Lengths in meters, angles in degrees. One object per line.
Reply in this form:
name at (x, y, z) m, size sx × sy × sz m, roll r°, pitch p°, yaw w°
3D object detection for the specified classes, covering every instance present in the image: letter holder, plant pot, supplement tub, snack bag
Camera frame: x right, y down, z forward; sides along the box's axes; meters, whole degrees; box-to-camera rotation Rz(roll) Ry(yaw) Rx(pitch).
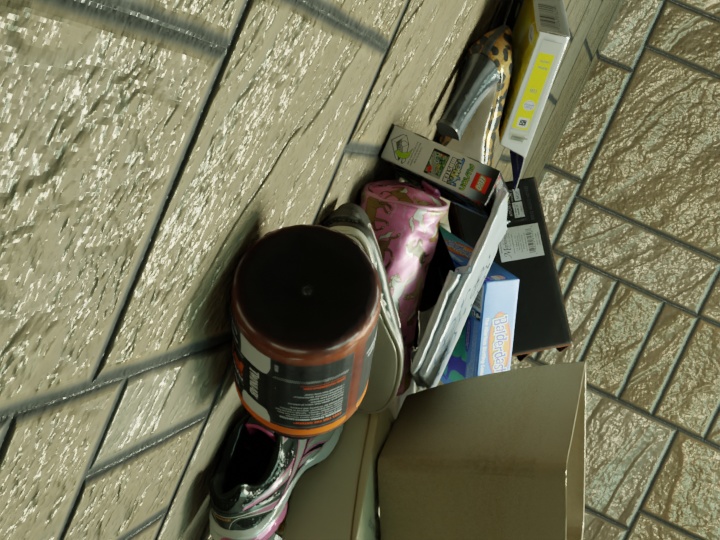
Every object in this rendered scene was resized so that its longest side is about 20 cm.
letter holder at (0.173, 0.009, 1.547) m, size 0.142 × 0.100 × 0.200 m, roll 92°, pitch -13°, yaw -79°
plant pot at (0.117, 0.212, 1.229) m, size 0.200 × 0.177 × 0.200 m, roll -60°, pitch 149°, yaw -63°
supplement tub at (-0.043, 0.058, 0.964) m, size 0.107 × 0.107 × 0.200 m, roll -60°, pitch 169°, yaw -28°
snack bag at (0.098, 0.021, 1.264) m, size 0.189 × 0.021 × 0.200 m, roll 57°, pitch 57°, yaw -79°

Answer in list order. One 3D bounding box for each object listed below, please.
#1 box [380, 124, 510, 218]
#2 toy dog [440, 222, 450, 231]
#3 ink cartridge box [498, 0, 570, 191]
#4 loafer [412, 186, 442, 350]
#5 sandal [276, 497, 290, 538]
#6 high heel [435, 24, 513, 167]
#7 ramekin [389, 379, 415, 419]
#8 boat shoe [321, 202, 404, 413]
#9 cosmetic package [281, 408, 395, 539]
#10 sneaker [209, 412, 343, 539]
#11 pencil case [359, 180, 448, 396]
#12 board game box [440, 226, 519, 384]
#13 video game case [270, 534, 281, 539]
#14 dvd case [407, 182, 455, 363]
box at (0.088, -0.093, 1.284) m, size 0.035 × 0.110 × 0.200 m, roll -65°, pitch 170°, yaw 1°
toy dog at (0.085, 0.040, 1.636) m, size 0.200 × 0.096 × 0.132 m, roll -65°, pitch 171°, yaw 0°
ink cartridge box at (0.184, -0.229, 1.491) m, size 0.198 × 0.047 × 0.200 m, roll -88°, pitch -166°, yaw -54°
loafer at (0.056, 0.003, 1.327) m, size 0.073 × 0.071 × 0.200 m, roll -57°, pitch 166°, yaw -50°
sandal at (-0.073, 0.222, 1.240) m, size 0.200 × 0.054 × 0.080 m, roll 43°, pitch 67°, yaw -56°
high heel at (0.139, -0.179, 1.458) m, size 0.143 × 0.071 × 0.200 m, roll -61°, pitch 164°, yaw -13°
ramekin at (0.006, 0.210, 1.452) m, size 0.200 × 0.105 × 0.201 m, roll 3°, pitch 90°, yaw -88°
boat shoe at (0.004, 0.033, 1.142) m, size 0.057 × 0.067 × 0.200 m, roll -73°, pitch 157°, yaw -55°
cosmetic package at (-0.020, 0.222, 1.202) m, size 0.104 × 0.073 × 0.200 m, roll 64°, pitch 32°, yaw -63°
sneaker at (-0.070, 0.143, 1.133) m, size 0.086 × 0.080 × 0.200 m, roll 83°, pitch 25°, yaw -52°
pencil case at (0.025, 0.015, 1.211) m, size 0.087 × 0.083 × 0.200 m, roll -51°, pitch 153°, yaw -70°
board game box at (0.106, 0.048, 1.471) m, size 0.200 × 0.045 × 0.152 m, roll -140°, pitch -131°, yaw -58°
video game case at (-0.106, 0.265, 1.351) m, size 0.200 × 0.036 × 0.181 m, roll -61°, pitch 168°, yaw -20°
dvd case at (0.065, 0.015, 1.440) m, size 0.200 × 0.018 × 0.143 m, roll 100°, pitch -25°, yaw -54°
